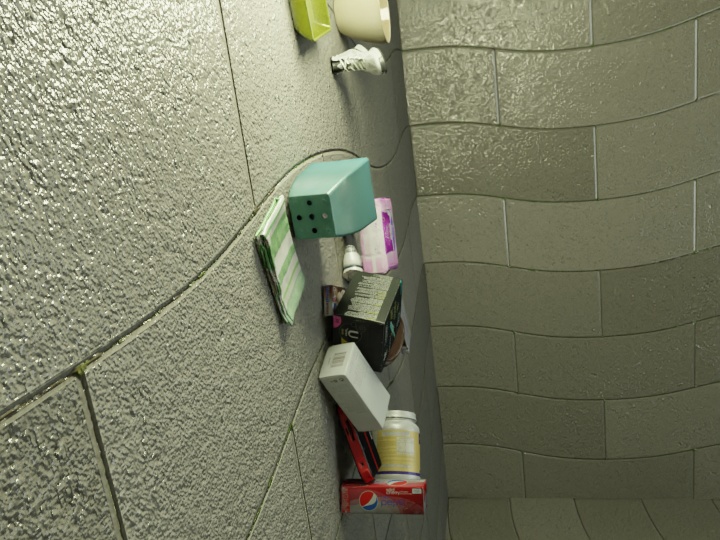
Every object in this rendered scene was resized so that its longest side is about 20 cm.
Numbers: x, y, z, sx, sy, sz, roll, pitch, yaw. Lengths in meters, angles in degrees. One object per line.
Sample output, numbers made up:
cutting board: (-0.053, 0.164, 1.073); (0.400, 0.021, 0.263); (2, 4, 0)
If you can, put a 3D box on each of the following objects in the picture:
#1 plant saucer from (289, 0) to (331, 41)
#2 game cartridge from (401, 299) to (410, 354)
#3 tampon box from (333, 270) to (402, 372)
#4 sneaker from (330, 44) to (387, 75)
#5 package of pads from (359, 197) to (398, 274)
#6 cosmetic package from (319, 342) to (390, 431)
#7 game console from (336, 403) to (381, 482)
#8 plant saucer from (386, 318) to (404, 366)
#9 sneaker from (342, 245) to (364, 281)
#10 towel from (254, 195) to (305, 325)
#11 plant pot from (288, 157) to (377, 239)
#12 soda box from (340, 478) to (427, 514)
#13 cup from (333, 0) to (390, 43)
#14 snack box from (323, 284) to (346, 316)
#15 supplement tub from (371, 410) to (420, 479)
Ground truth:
plant saucer: (-0.125, -0.632, 1.344); (0.200, 0.047, 0.201); (-71, 154, -60)
game cartridge: (0.131, 0.160, 1.971); (0.130, 0.038, 0.201); (-84, 161, -63)
tampon box: (0.019, 0.120, 1.449); (0.200, 0.125, 0.151); (-62, 157, -55)
sneaker: (-0.011, -0.556, 1.621); (0.201, 0.115, 0.076); (45, -22, 54)
package of pads: (0.046, -0.091, 1.585); (0.120, 0.075, 0.202); (-21, 106, -71)
cosmetic package: (-0.010, 0.271, 1.371); (0.201, 0.074, 0.102); (61, 30, -31)
game console: (-0.002, 0.409, 1.472); (0.177, 0.031, 0.201); (32, 37, -80)
plant saucer: (0.079, 0.198, 1.815); (0.200, 0.032, 0.202); (-2, 92, -51)
sneaker: (0.000, 0.000, 1.650); (0.200, 0.076, 0.081); (60, 18, -66)
towel: (-0.142, -0.019, 1.105); (0.153, 0.023, 0.201); (-78, 160, -54)
plant pot: (-0.066, -0.140, 1.249); (0.200, 0.140, 0.142); (-52, 136, -61)
soda box: (0.055, 0.531, 1.401); (0.070, 0.198, 0.064); (12, 75, -78)
cup: (0.002, -0.764, 1.748); (0.200, 0.142, 0.202); (-4, 90, -78)
snack box: (-0.054, 0.077, 1.468); (0.200, 0.024, 0.073); (21, 68, -77)
supplement tub: (0.104, 0.526, 1.753); (0.146, 0.144, 0.201); (61, 28, -62)
